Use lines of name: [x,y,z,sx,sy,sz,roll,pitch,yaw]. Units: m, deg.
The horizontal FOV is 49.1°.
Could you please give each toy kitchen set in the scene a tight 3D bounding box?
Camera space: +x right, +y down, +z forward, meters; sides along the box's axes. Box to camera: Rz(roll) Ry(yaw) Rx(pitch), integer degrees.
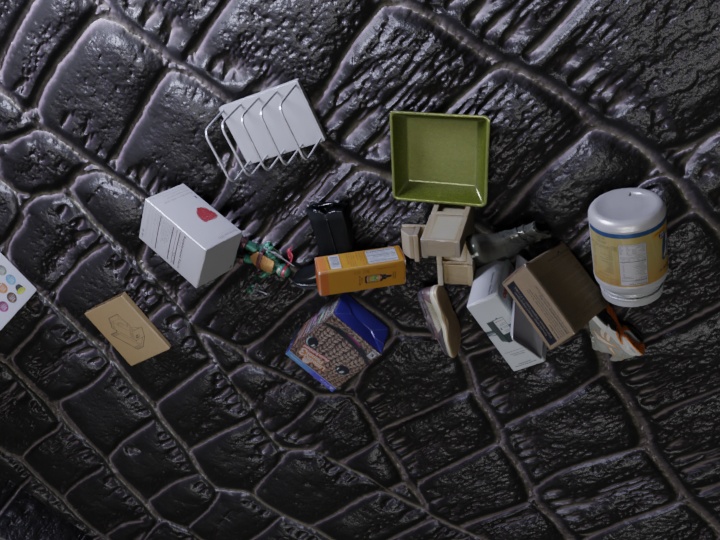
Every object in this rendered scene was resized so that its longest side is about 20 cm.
toy kitchen set: [0.149,-0.029,1.662,0.161,0.181,0.202,4,125,16]

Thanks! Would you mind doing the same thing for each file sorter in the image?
file sorter: [-0.200,-0.281,1.627,0.198,0.125,0.140,-12,120,26]

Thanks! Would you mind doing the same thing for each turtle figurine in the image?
turtle figurine: [-0.235,-0.020,1.845,0.199,0.101,0.151,26,115,17]

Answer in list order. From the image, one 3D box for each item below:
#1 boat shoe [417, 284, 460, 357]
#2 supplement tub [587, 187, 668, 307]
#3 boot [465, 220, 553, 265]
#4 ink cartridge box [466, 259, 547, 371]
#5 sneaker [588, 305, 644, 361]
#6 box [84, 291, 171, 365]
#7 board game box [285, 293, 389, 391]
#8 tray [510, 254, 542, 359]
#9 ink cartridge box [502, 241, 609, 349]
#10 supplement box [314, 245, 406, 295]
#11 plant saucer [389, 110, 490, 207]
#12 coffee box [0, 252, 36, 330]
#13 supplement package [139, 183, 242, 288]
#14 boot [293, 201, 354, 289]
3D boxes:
boat shoe: [0.183,0.117,1.832,0.064,0.072,0.201,1,130,32]
supplement tub: [0.528,-0.045,1.551,0.143,0.145,0.201,-4,124,20]
boot: [0.304,-0.068,1.598,0.130,0.199,0.068,-28,78,33]
ink cartridge box: [0.325,0.093,1.717,0.083,0.147,0.201,-24,114,32]
sneaker: [0.527,0.134,1.730,0.200,0.076,0.092,42,131,-13]
box: [-0.635,0.161,2.154,0.162,0.021,0.201,-22,115,30]
board game box: [-0.056,0.174,1.928,0.159,0.097,0.200,40,127,-12]
tray: [0.348,0.077,1.654,0.107,0.202,0.022,32,144,-34]
ink cartridge box: [0.398,0.047,1.596,0.075,0.199,0.165,-43,77,38]
supplement box: [0.000,0.000,1.758,0.198,0.069,0.067,-7,126,-7]
plant saucer: [0.163,-0.234,1.593,0.198,0.048,0.201,6,126,14]
coffee box: [-1.039,0.076,2.108,0.199,0.200,0.198,-25,115,30]
supplement package: [-0.387,-0.081,1.794,0.199,0.121,0.120,38,131,17]
boot: [-0.092,-0.057,1.787,0.163,0.066,0.201,-7,129,7]
